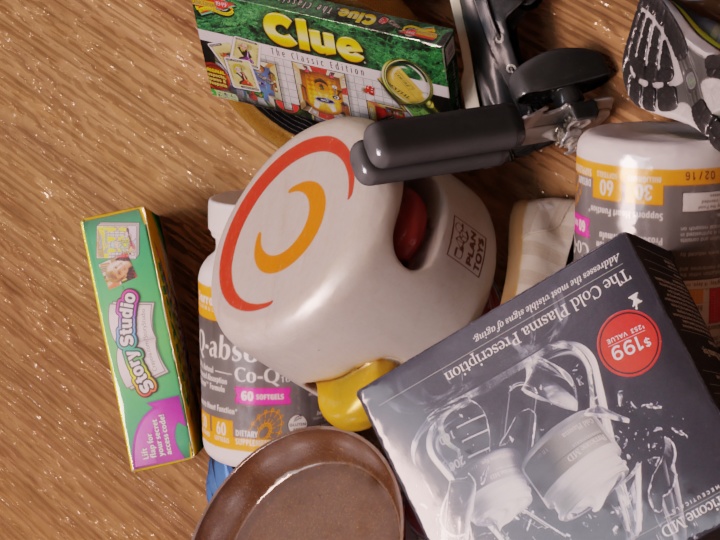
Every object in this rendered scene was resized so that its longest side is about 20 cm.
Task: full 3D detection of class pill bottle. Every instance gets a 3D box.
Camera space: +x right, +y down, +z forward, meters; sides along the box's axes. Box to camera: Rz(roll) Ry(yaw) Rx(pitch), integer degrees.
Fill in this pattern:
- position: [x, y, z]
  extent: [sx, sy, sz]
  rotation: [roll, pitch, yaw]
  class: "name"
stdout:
- position: [0.197, 0.008, 1.530]
  extent: [0.116, 0.116, 0.201]
  rotation: [11, 105, 44]
  class: "pill bottle"
- position: [-0.067, 0.043, 1.798]
  extent: [0.116, 0.116, 0.201]
  rotation: [9, 105, 44]
  class: "pill bottle"

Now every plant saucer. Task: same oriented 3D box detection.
- position: [-0.042, 0.211, 1.690]
  extent: [0.199, 0.034, 0.201]
  rotation: [-21, 54, 31]
  class: "plant saucer"

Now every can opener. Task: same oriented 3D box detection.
- position: [0.083, -0.100, 1.575]
  extent: [0.067, 0.199, 0.053]
  rotation: [66, 151, 17]
  class: "can opener"

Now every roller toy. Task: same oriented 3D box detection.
- position: [0.000, 0.000, 1.639]
  extent: [0.183, 0.139, 0.200]
  rotation: [-53, 32, 7]
  class: "roller toy"

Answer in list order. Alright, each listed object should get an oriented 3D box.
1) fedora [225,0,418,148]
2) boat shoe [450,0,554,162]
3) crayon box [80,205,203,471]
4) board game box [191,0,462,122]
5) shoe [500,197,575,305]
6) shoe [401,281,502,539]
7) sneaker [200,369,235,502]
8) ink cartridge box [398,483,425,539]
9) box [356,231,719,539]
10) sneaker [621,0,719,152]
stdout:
- position: [-0.017, -0.158, 1.715]
  extent: [0.200, 0.082, 0.201]
  rotation: [20, 142, 16]
  class: "fedora"
- position: [0.098, -0.175, 1.634]
  extent: [0.066, 0.074, 0.201]
  rotation: [-9, 87, 11]
  class: "boat shoe"
- position: [-0.173, 0.054, 1.894]
  extent: [0.173, 0.058, 0.201]
  rotation: [154, 104, -88]
  class: "crayon box"
- position: [-0.023, -0.145, 1.645]
  extent: [0.199, 0.024, 0.105]
  rotation: [15, 139, 22]
  class: "board game box"
- position: [0.127, 0.039, 1.608]
  extent: [0.053, 0.070, 0.201]
  rotation: [-4, 66, 23]
  class: "shoe"
- position: [0.071, 0.091, 1.659]
  extent: [0.091, 0.071, 0.201]
  rotation: [135, 145, -80]
  class: "shoe"
- position: [-0.105, 0.150, 1.908]
  extent: [0.078, 0.066, 0.201]
  rotation: [-15, 88, 50]
  class: "sneaker"
- position: [0.003, 0.226, 1.797]
  extent: [0.199, 0.083, 0.146]
  rotation: [4, 102, 44]
  class: "ink cartridge box"
- position: [0.132, 0.108, 1.422]
  extent: [0.199, 0.104, 0.183]
  rotation: [-32, 74, 16]
  class: "box"
- position: [0.235, -0.122, 1.499]
  extent: [0.200, 0.080, 0.074]
  rotation: [49, 130, 52]
  class: "sneaker"
